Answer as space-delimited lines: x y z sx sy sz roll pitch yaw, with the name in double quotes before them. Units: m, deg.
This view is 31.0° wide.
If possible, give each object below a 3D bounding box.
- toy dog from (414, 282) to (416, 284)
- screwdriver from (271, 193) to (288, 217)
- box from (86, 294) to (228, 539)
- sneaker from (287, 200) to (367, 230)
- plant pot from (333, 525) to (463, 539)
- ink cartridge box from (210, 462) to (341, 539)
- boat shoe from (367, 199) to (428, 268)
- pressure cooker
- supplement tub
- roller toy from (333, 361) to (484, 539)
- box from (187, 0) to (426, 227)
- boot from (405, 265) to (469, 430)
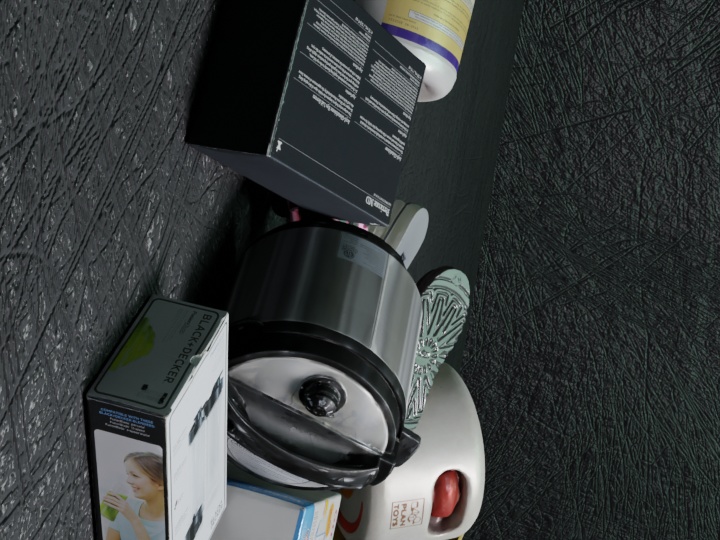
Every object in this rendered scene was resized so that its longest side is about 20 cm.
"toy dog" 0.034 0.075 1.491 0.201 0.095 0.133 122 -31 -50
"screwdriver" -0.040 -0.118 1.253 0.201 0.029 0.028 -60 161 -44
"box" -0.142 0.133 0.935 0.117 0.059 0.202 -65 164 -50
"sneaker" -0.037 -0.088 1.126 0.095 0.078 0.203 -48 134 -64
"plant pot" 0.003 0.280 1.524 0.177 0.198 0.202 -97 -152 -74
"ink cartridge box" -0.098 0.244 1.128 0.200 0.124 0.130 30 73 -79
"boat shoe" 0.000 0.000 1.375 0.201 0.065 0.072 -58 153 -25
"pressure cooker" -0.043 0.079 1.058 0.201 0.173 0.180 -78 158 -47
"supplement tub" 0.037 -0.270 1.179 0.145 0.143 0.203 45 59 -78
"roller toy" 0.034 0.187 1.318 0.200 0.138 0.185 137 -55 -67
"box" -0.034 -0.129 0.999 0.200 0.078 0.143 27 73 -61
"boot" 0.000 0.051 1.245 0.065 0.199 0.166 28 87 -38
